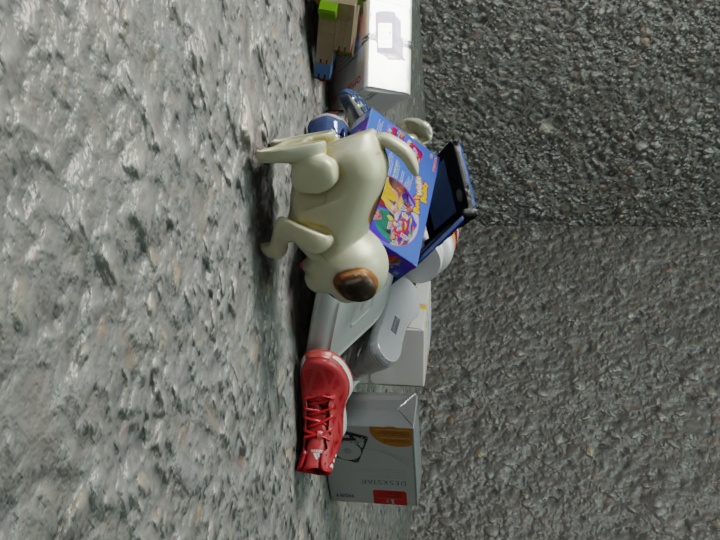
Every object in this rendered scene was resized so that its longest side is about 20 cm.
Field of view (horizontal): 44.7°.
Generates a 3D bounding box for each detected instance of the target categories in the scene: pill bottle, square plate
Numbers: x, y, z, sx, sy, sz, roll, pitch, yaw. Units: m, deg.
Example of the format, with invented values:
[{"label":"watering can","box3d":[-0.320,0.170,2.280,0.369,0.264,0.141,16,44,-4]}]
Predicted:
[{"label":"pill bottle","box3d":[0.115,-0.058,1.552,0.200,0.112,0.114,-64,154,-61]},{"label":"square plate","box3d":[-0.005,0.042,1.261,0.198,0.028,0.201,-40,153,-41]}]

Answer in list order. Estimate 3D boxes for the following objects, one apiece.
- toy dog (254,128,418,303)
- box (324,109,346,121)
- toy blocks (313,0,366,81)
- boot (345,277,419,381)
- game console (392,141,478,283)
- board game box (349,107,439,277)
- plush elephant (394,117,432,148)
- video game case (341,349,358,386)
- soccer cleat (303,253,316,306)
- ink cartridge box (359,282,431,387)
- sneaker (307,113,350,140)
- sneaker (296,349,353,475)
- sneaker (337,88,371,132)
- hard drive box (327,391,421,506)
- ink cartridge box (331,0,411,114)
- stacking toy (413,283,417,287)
[{"label":"toy dog","box3d":[-0.024,-0.061,1.033,0.140,0.193,0.201,-106,-172,-75]},{"label":"box","box3d":[-0.041,-0.145,1.413,0.110,0.035,0.201,-75,164,-60]},{"label":"toy blocks","box3d":[-0.032,-0.377,1.322,0.201,0.099,0.137,-81,180,-46]},{"label":"boot","box3d":[0.029,0.094,1.426,0.074,0.095,0.200,47,37,-15]},{"label":"game console","box3d":[0.090,-0.080,1.332,0.200,0.118,0.172,138,-59,-73]},{"label":"board game box","box3d":[0.033,-0.110,1.221,0.045,0.134,0.201,-29,-143,47]},{"label":"plush elephant","box3d":[0.057,-0.175,1.501,0.200,0.154,0.165,-110,-167,-62]},{"label":"video game case","box3d":[0.009,0.108,1.495,0.200,0.024,0.182,-51,155,-22]},{"label":"soccer cleat","box3d":[-0.042,0.008,1.312,0.201,0.064,0.084,80,16,-49]},{"label":"ink cartridge box","box3d":[0.072,0.128,1.845,0.200,0.144,0.148,-73,163,-60]},{"label":"sneaker","box3d":[-0.045,-0.114,1.278,0.115,0.080,0.200,-76,158,-45]},{"label":"sneaker","box3d":[-0.052,0.213,1.230,0.116,0.078,0.201,-82,168,-49]},{"label":"sneaker","box3d":[0.002,-0.177,1.337,0.077,0.085,0.201,-82,147,-71]},{"label":"hard drive box","box3d":[0.021,0.299,1.471,0.077,0.155,0.201,-79,166,-50]},{"label":"ink cartridge box","box3d":[0.017,-0.364,1.434,0.145,0.084,0.201,161,-67,-66]},{"label":"stacking toy","box3d":[0.010,-0.018,1.564,0.200,0.145,0.147,43,47,-58]}]
